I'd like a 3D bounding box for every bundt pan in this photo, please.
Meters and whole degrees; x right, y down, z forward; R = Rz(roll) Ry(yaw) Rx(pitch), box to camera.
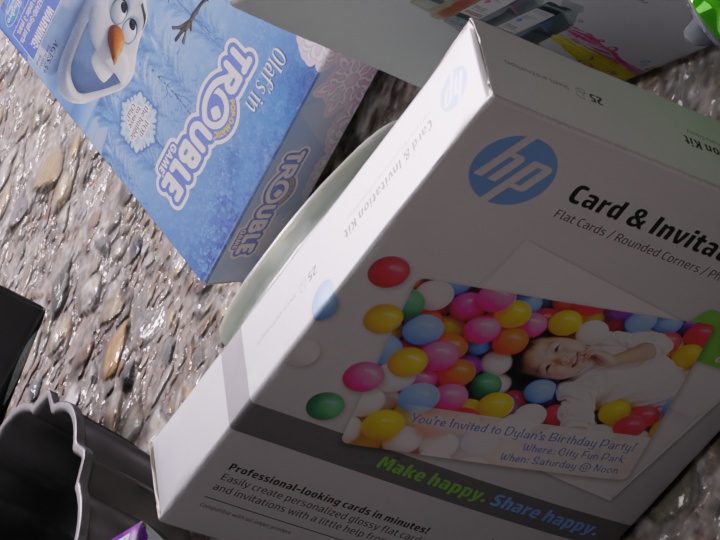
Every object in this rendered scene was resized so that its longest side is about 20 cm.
[{"bbox_3d":[-0.142,0.164,1.245,0.202,0.075,0.203,-46,32,40],"label":"bundt pan"}]

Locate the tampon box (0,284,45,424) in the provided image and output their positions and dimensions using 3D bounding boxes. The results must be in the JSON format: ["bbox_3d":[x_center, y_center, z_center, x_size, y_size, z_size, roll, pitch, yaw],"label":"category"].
[{"bbox_3d":[-0.262,0.092,1.398,0.151,0.126,0.200,-65,3,-31],"label":"tampon box"}]

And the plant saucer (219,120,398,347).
[{"bbox_3d":[0.000,0.000,0.994,0.200,0.050,0.200,-48,-7,-8],"label":"plant saucer"}]

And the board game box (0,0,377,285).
[{"bbox_3d":[-0.071,-0.134,1.255,0.199,0.043,0.201,49,125,29],"label":"board game box"}]

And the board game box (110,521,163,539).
[{"bbox_3d":[-0.135,0.206,1.076,0.199,0.103,0.105,-32,26,27],"label":"board game box"}]

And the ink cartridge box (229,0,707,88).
[{"bbox_3d":[0.067,-0.162,0.996,0.200,0.144,0.146,-19,55,58],"label":"ink cartridge box"}]

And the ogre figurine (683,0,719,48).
[{"bbox_3d":[0.166,-0.125,0.834,0.119,0.098,0.202,16,100,48],"label":"ogre figurine"}]

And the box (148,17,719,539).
[{"bbox_3d":[0.047,0.026,0.873,0.200,0.155,0.041,-52,33,31],"label":"box"}]
